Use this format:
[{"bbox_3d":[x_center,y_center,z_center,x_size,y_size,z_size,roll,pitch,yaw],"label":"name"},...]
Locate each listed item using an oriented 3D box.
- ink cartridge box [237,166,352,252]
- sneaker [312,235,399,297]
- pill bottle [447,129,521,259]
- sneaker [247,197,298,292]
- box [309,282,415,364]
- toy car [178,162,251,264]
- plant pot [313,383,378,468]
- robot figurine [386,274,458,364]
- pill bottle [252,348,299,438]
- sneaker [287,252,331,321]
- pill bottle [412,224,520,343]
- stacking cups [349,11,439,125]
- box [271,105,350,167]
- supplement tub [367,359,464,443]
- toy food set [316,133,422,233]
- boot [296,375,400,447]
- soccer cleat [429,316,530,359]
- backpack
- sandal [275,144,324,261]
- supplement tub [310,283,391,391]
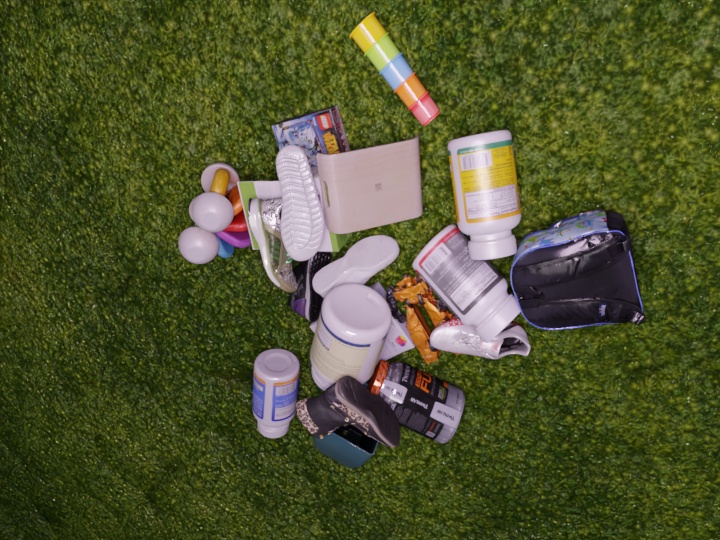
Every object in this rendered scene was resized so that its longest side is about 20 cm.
[{"bbox_3d":[-0.128,-0.121,1.141,0.195,0.076,0.152,2,118,24],"label":"ink cartridge box"},{"bbox_3d":[0.000,0.000,1.208,0.196,0.077,0.089,-27,142,15],"label":"sneaker"},{"bbox_3d":[0.214,-0.127,0.995,0.110,0.112,0.206,-6,99,24],"label":"pill bottle"},{"bbox_3d":[-0.145,-0.050,1.104,0.086,0.077,0.204,-14,117,11],"label":"sneaker"},{"bbox_3d":[0.005,0.136,1.284,0.198,0.041,0.157,-30,102,33],"label":"box"},{"bbox_3d":[-0.282,-0.108,1.215,0.147,0.177,0.202,21,126,-20],"label":"toy car"},{"bbox_3d":[-0.030,0.364,1.347,0.139,0.143,0.202,27,142,4],"label":"plant pot"},{"bbox_3d":[0.137,0.091,1.196,0.142,0.058,0.203,-20,108,29],"label":"robot figurine"},{"bbox_3d":[-0.207,0.303,1.416,0.109,0.112,0.205,16,121,13],"label":"pill bottle"},{"bbox_3d":[-0.122,0.007,1.253,0.086,0.075,0.205,22,117,26],"label":"sneaker"},{"bbox_3d":[0.199,0.025,1.078,0.201,0.113,0.114,48,124,10],"label":"pill bottle"},{"bbox_3d":[0.067,-0.345,1.007,0.060,0.061,0.200,-36,103,32],"label":"stacking cups"},{"bbox_3d":[-0.080,-0.205,1.145,0.134,0.040,0.205,-6,113,26],"label":"box"},{"bbox_3d":[0.114,0.275,1.249,0.196,0.123,0.124,24,123,-2],"label":"supplement tub"},{"bbox_3d":[0.023,-0.159,1.065,0.195,0.061,0.147,-13,116,-14],"label":"toy food set"},{"bbox_3d":[-0.024,0.302,1.183,0.149,0.074,0.200,-26,124,32],"label":"boot"},{"bbox_3d":[0.232,0.135,1.125,0.194,0.086,0.071,2,113,-8],"label":"soccer cleat"},{"bbox_3d":[0.364,0.003,1.003,0.195,0.148,0.187,-13,112,23],"label":"backpack"},{"bbox_3d":[-0.106,-0.122,1.057,0.080,0.050,0.209,-2,104,5],"label":"sandal"},{"bbox_3d":[-0.025,0.144,1.184,0.142,0.146,0.203,25,131,8],"label":"supplement tub"}]
